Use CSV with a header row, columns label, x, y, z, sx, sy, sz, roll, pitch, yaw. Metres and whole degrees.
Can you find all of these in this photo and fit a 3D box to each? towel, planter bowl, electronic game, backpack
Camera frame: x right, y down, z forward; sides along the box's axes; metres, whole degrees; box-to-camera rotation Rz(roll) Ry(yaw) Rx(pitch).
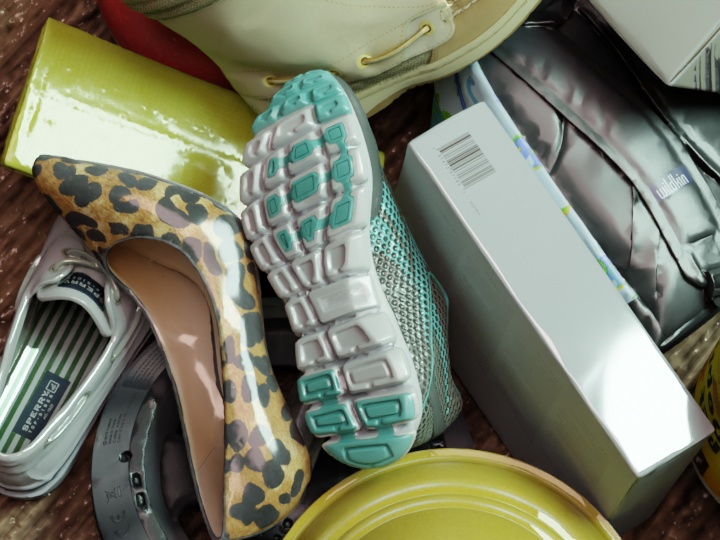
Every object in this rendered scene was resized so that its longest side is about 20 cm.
label,x,y,z,sx,sy,sz,roll,pitch,yaw
towel,-0.085,-0.057,1.435,0.200,0.018,0.086,21,71,-19
planter bowl,0.043,0.185,1.307,0.200,0.083,0.201,0,86,4
electronic game,-0.038,0.107,1.407,0.200,0.042,0.200,3,66,-7
backpack,0.125,-0.068,1.428,0.163,0.154,0.200,-39,96,-22

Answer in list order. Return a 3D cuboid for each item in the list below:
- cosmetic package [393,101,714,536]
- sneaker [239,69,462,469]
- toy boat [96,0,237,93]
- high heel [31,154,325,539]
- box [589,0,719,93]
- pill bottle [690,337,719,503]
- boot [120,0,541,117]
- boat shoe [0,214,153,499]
label,x,y,z,sx,sy,sz,roll,pitch,yaw
cosmetic package,0.087,0.033,1.380,0.052,0.151,0.200,-29,76,-18
sneaker,0.000,0.000,1.368,0.078,0.091,0.200,-16,81,29
toy boat,-0.043,-0.170,1.453,0.200,0.131,0.131,-7,72,-5
high heel,-0.099,0.037,1.356,0.200,0.071,0.143,33,58,-9
box,0.201,-0.135,1.395,0.068,0.200,0.082,-50,62,24
pill bottle,0.220,0.065,1.349,0.109,0.200,0.109,1,71,-2
boot,-0.010,-0.157,1.358,0.200,0.155,0.073,-30,42,27
boat shoe,-0.140,0.022,1.419,0.073,0.067,0.200,17,72,3
